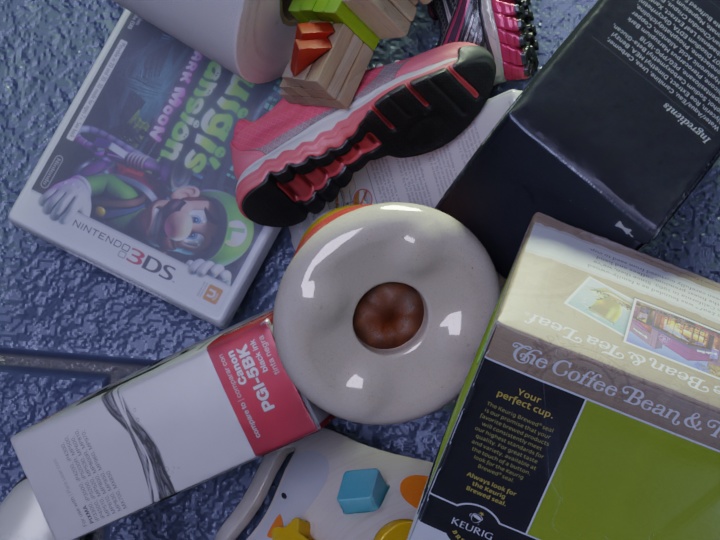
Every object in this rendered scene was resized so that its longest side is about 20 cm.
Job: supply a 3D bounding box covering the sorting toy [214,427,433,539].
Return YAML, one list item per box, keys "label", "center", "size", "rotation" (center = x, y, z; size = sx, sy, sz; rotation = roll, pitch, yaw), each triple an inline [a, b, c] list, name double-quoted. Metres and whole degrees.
- label: "sorting toy"
  center: [-0.025, 0.193, 1.476]
  size: [0.180, 0.107, 0.200]
  rotation: [36, 98, 45]

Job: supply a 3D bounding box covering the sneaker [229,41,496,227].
- label: "sneaker"
  center: [-0.006, -0.113, 1.492]
  size: [0.200, 0.074, 0.087]
  rotation: [-28, 54, 10]

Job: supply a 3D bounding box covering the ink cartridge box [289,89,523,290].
- label: "ink cartridge box"
  center: [0.055, -0.016, 1.525]
  size: [0.200, 0.050, 0.161]
  rotation: [-22, 78, 29]

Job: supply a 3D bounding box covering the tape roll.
- label: "tape roll"
  center: [-0.079, -0.246, 1.497]
  size: [0.139, 0.203, 0.203]
  rotation: [32, 91, 15]

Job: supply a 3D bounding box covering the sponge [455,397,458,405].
- label: "sponge"
  center: [0.118, 0.128, 1.406]
  size: [0.111, 0.030, 0.201]
  rotation: [2, 69, -6]

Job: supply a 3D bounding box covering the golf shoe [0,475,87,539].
- label: "golf shoe"
  center: [-0.255, 0.234, 1.537]
  size: [0.077, 0.088, 0.200]
  rotation: [22, 87, 17]

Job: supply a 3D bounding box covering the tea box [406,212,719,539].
- label: "tea box"
  center: [0.151, 0.107, 1.278]
  size: [0.200, 0.134, 0.197]
  rotation: [22, 124, 2]

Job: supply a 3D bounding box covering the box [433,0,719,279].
- label: "box"
  center: [0.165, -0.098, 1.381]
  size: [0.117, 0.197, 0.200]
  rotation: [39, 69, 1]

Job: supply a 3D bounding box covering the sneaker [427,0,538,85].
- label: "sneaker"
  center: [0.069, -0.226, 1.521]
  size: [0.074, 0.081, 0.201]
  rotation: [-10, 81, 14]

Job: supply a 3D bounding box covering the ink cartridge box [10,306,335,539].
- label: "ink cartridge box"
  center: [-0.114, 0.096, 1.474]
  size: [0.200, 0.147, 0.083]
  rotation: [-25, 92, 14]

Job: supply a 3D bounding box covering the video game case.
- label: "video game case"
  center: [-0.127, -0.084, 1.562]
  size: [0.181, 0.023, 0.200]
  rotation: [25, 79, 16]

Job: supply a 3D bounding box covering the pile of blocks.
- label: "pile of blocks"
  center: [0.007, -0.197, 1.456]
  size: [0.200, 0.062, 0.082]
  rotation: [-48, 42, 1]

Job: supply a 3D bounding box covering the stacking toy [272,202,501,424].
- label: "stacking toy"
  center: [0.000, 0.000, 1.439]
  size: [0.146, 0.200, 0.147]
  rotation: [-5, 111, -12]
